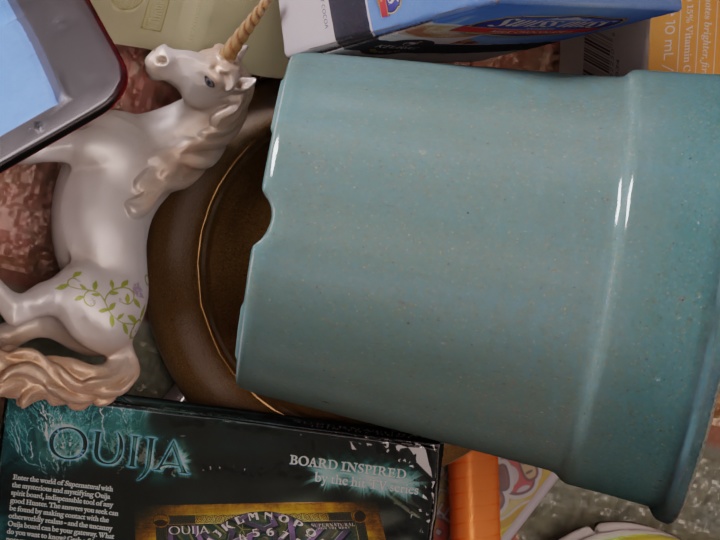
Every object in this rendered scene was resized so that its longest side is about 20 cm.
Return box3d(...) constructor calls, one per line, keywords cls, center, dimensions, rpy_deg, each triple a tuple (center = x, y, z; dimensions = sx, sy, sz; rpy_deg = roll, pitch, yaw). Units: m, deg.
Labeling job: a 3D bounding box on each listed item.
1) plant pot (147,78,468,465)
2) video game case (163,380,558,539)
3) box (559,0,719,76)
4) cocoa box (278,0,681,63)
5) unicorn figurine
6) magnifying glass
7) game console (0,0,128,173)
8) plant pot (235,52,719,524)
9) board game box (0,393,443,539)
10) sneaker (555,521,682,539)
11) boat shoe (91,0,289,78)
box3d(cls="plant pot", center=(0.000, 0.000, 1.234), dimensions=(0.200, 0.027, 0.200), rpy_deg=(0, 87, -8))
box3d(cls="video game case", center=(-0.026, 0.118, 1.269), dimensions=(0.182, 0.023, 0.200), rpy_deg=(42, 80, -19))
box3d(cls="box", center=(0.206, -0.105, 1.283), dimensions=(0.200, 0.097, 0.125), rpy_deg=(-7, 110, -20))
box3d(cls="cocoa box", center=(0.043, -0.200, 1.167), dimensions=(0.133, 0.131, 0.200), rpy_deg=(-4, 85, -46))
box3d(cls="unicorn figurine", center=(-0.122, -0.033, 1.182), dimensions=(0.137, 0.074, 0.200), rpy_deg=(7, 93, -8))
box3d(cls="magnifying glass", center=(0.053, 0.044, 1.271), dimensions=(0.080, 0.022, 0.200), rpy_deg=(3, 83, -27))
box3d(cls="game console", center=(-0.224, -0.108, 1.088), dimensions=(0.200, 0.119, 0.172), rpy_deg=(-30, 109, -2))
box3d(cls="plant pot", center=(0.053, -0.005, 1.135), dimensions=(0.196, 0.200, 0.200), rpy_deg=(9, 92, 0))
box3d(cls="board game box", center=(-0.069, 0.128, 1.200), dimensions=(0.200, 0.028, 0.135), rpy_deg=(8, 98, 0))
box3d(cls="sneaker", center=(0.098, 0.185, 1.273), dimensions=(0.200, 0.090, 0.078), rpy_deg=(-19, 112, -28))
box3d(cls="boat shoe", center=(-0.106, -0.143, 1.198), dimensions=(0.201, 0.063, 0.074), rpy_deg=(16, 119, -19))
